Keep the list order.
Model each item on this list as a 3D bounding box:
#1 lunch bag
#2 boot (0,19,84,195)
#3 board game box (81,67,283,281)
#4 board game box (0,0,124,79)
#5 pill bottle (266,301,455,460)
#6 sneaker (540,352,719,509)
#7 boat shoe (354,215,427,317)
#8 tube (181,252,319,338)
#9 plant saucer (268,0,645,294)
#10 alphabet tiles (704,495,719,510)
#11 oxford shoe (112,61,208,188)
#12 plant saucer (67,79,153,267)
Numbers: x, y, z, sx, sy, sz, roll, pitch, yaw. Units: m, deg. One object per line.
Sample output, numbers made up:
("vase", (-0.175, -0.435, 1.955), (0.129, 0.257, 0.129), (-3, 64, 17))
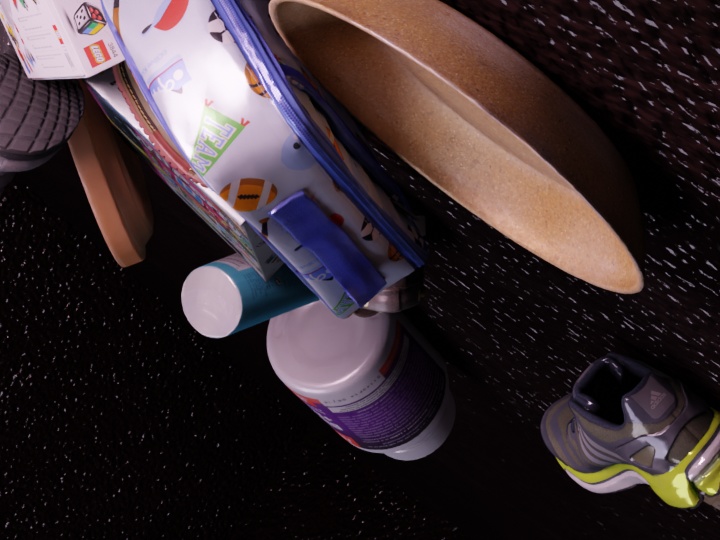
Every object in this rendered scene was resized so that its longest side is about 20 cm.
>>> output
("lunch bag", (-0.040, -0.065, 1.050), (0.161, 0.075, 0.200), (58, -173, 30))
("boot", (-0.229, -0.078, 1.375), (0.069, 0.132, 0.200), (24, -154, -12))
("board game box", (-0.100, -0.080, 1.404), (0.147, 0.064, 0.200), (43, 173, 9))
("board game box", (-0.185, -0.171, 1.216), (0.127, 0.034, 0.200), (66, 167, -12))
("pill bottle", (0.009, 0.087, 1.807), (0.111, 0.112, 0.200), (33, 172, 33))
("sneaker", (0.155, 0.084, 1.278), (0.081, 0.074, 0.200), (46, 164, -13))
("boat shoe", (0.000, 0.000, 1.395), (0.071, 0.061, 0.201), (-3, 178, -9))
("tube", (-0.053, 0.001, 1.560), (0.077, 0.051, 0.200), (39, -151, 18))
("plant saucer", (0.049, -0.065, 0.922), (0.200, 0.036, 0.200), (37, 173, 5))
("alphabet tiles", (0.277, 0.167, 1.310), (0.199, 0.008, 0.167), (29, 172, 10))
("oxford shoe", (-0.051, -0.073, 1.205), (0.200, 0.071, 0.075), (40, 145, -3))
("plant saucer", (-0.186, -0.102, 1.535), (0.200, 0.032, 0.202), (162, 90, -89))
